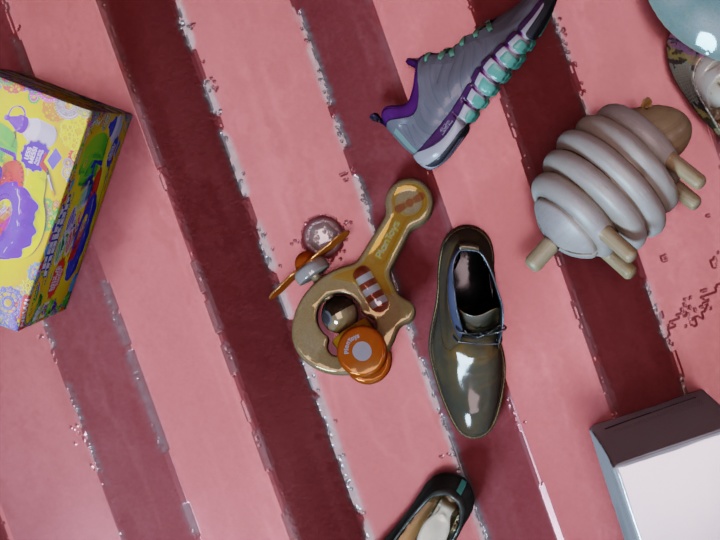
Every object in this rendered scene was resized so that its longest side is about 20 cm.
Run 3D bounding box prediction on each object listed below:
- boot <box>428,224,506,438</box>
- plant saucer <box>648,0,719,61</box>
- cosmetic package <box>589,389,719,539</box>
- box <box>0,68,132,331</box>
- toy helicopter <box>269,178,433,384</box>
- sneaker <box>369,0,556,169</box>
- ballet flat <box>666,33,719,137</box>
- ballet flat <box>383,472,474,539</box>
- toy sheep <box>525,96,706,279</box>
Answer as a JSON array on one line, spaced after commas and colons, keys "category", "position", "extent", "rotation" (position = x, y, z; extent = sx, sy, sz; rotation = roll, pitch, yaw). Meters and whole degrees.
[{"category": "boot", "position": [0.098, 0.061, 1.522], "extent": [0.074, 0.097, 0.202], "rotation": [-4, 94, 4]}, {"category": "plant saucer", "position": [0.352, -0.286, 1.485], "extent": [0.199, 0.039, 0.203], "rotation": [0, 77, 2]}, {"category": "cosmetic package", "position": [0.299, 0.230, 1.473], "extent": [0.122, 0.200, 0.201], "rotation": [-19, 94, 4]}, {"category": "box", "position": [-0.308, -0.068, 1.487], "extent": [0.121, 0.193, 0.202], "rotation": [20, 96, 1]}, {"category": "toy helicopter", "position": [0.000, 0.000, 1.548], "extent": [0.131, 0.079, 0.201], "rotation": [28, 85, 9]}, {"category": "sneaker", "position": [0.094, -0.193, 1.518], "extent": [0.087, 0.074, 0.201], "rotation": [38, 96, 5]}, {"category": "ballet flat", "position": [0.349, -0.141, 1.507], "extent": [0.069, 0.071, 0.201], "rotation": [-31, 92, 6]}, {"category": "ballet flat", "position": [0.040, 0.279, 1.557], "extent": [0.068, 0.068, 0.201], "rotation": [28, 96, 0]}, {"category": "toy sheep", "position": [0.223, -0.072, 1.490], "extent": [0.200, 0.138, 0.138], "rotation": [-44, 91, -11]}]
